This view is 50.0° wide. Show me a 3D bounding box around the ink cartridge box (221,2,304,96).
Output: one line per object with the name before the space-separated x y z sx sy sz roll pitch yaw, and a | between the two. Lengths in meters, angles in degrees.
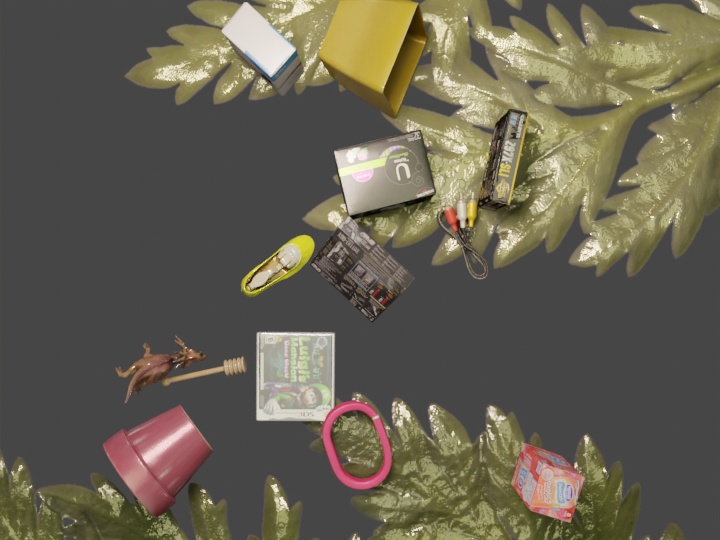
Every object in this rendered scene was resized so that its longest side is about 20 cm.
ink cartridge box | -0.207 -0.475 1.679 0.145 0.200 0.084 42 92 0

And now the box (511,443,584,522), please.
box | 0.400 0.455 1.670 0.094 0.200 0.104 18 89 0

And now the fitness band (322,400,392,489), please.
fitness band | -0.007 0.395 1.743 0.142 0.037 0.202 -19 97 -2

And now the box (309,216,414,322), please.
box | 0.000 0.000 1.700 0.200 0.158 0.050 42 47 1

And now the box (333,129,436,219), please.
box | 0.051 -0.210 1.715 0.198 0.124 0.150 -14 89 -1

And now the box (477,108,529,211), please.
box | 0.312 -0.240 1.698 0.049 0.160 0.203 13 89 0

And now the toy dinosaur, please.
toy dinosaur | -0.443 0.208 1.691 0.134 0.200 0.087 -17 103 30

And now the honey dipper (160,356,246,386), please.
honey dipper | -0.358 0.233 1.754 0.197 0.038 0.038 -12 89 1

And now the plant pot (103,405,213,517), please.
plant pot | -0.430 0.401 1.686 0.178 0.200 0.201 -37 90 -17

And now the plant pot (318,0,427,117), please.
plant pot | 0.022 -0.481 1.691 0.175 0.200 0.202 22 89 11

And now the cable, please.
cable | 0.232 -0.073 1.749 0.096 0.050 0.203 -13 88 1

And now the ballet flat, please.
ballet flat | -0.186 -0.008 1.741 0.199 0.067 0.067 -37 89 -1

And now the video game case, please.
video game case | -0.148 0.242 1.760 0.179 0.023 0.203 0 89 0
